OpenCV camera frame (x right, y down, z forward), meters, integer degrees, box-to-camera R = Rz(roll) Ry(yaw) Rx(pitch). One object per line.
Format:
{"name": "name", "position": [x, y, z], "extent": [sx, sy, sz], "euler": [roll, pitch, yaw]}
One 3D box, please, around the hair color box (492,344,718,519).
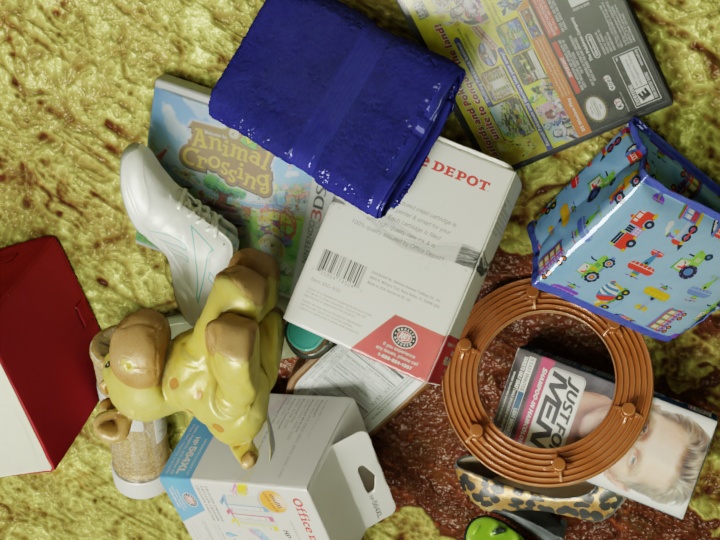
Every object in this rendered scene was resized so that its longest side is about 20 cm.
{"name": "hair color box", "position": [0.231, 0.152, 1.286], "extent": [0.198, 0.060, 0.101], "euler": [20, 94, 14]}

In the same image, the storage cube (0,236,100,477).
{"name": "storage cube", "position": [-0.379, 0.097, 1.365], "extent": [0.169, 0.180, 0.201], "euler": [-11, 115, 18]}

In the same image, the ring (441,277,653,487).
{"name": "ring", "position": [0.174, 0.101, 1.259], "extent": [0.198, 0.202, 0.019], "euler": [2, 163, 11]}

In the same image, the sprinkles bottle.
{"name": "sprinkles bottle", "position": [-0.238, 0.150, 1.410], "extent": [0.068, 0.069, 0.201], "euler": [6, 129, 9]}

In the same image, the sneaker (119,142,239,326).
{"name": "sneaker", "position": [-0.160, -0.040, 1.277], "extent": [0.080, 0.071, 0.201], "euler": [-17, 118, 21]}

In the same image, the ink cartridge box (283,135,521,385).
{"name": "ink cartridge box", "position": [0.041, -0.018, 1.197], "extent": [0.146, 0.083, 0.202], "euler": [23, 89, 15]}

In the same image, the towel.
{"name": "towel", "position": [-0.021, -0.151, 1.167], "extent": [0.199, 0.050, 0.148], "euler": [32, 89, 19]}

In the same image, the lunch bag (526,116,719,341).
{"name": "lunch bag", "position": [0.275, -0.015, 1.213], "extent": [0.199, 0.095, 0.151], "euler": [30, 125, -20]}

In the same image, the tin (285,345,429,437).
{"name": "tin", "position": [0.006, 0.102, 1.367], "extent": [0.112, 0.042, 0.200], "euler": [37, 120, -14]}

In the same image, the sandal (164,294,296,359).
{"name": "sandal", "position": [-0.129, 0.073, 1.366], "extent": [0.199, 0.057, 0.080], "euler": [-14, 115, 18]}

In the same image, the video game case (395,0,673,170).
{"name": "video game case", "position": [0.151, -0.199, 1.173], "extent": [0.179, 0.026, 0.201], "euler": [-22, 113, 22]}

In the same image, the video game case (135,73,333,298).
{"name": "video game case", "position": [-0.116, -0.075, 1.289], "extent": [0.198, 0.022, 0.183], "euler": [19, 121, 10]}

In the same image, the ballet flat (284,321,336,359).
{"name": "ballet flat", "position": [0.000, 0.000, 1.284], "extent": [0.068, 0.068, 0.200], "euler": [42, 94, 19]}

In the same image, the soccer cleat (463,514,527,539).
{"name": "soccer cleat", "position": [0.168, 0.329, 1.426], "extent": [0.200, 0.081, 0.068], "euler": [46, 74, -21]}

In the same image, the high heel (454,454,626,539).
{"name": "high heel", "position": [0.194, 0.195, 1.354], "extent": [0.142, 0.072, 0.200], "euler": [33, 128, -11]}

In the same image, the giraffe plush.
{"name": "giraffe plush", "position": [-0.161, 0.084, 1.227], "extent": [0.160, 0.173, 0.202], "euler": [4, 113, 7]}

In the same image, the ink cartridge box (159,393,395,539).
{"name": "ink cartridge box", "position": [-0.075, 0.213, 1.359], "extent": [0.198, 0.126, 0.129], "euler": [0, 130, 29]}
